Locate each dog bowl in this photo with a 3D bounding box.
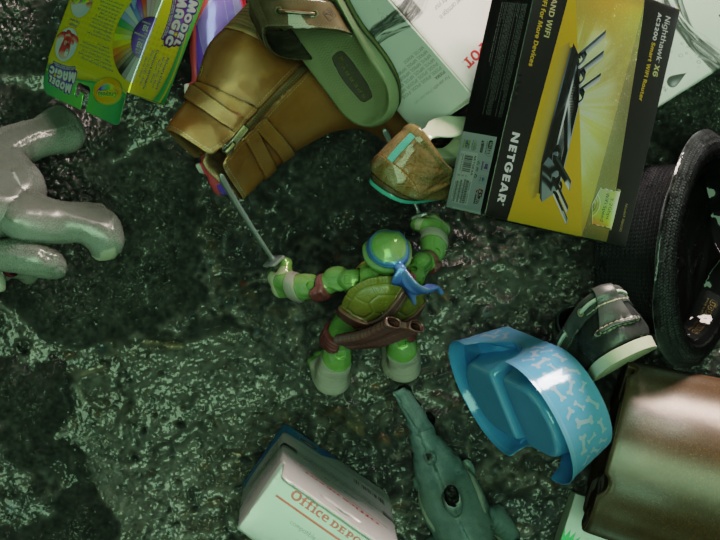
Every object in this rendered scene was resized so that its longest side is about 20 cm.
[{"bbox_3d":[0.141,0.105,1.480,0.050,0.200,0.112,-28,108,-16],"label":"dog bowl"}]

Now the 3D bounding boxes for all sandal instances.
[{"bbox_3d":[-0.044,-0.192,1.398,0.201,0.057,0.080,49,135,-8],"label":"sandal"}]

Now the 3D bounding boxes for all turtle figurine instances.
[{"bbox_3d":[0.000,0.000,1.485,0.200,0.194,0.144,35,55,24],"label":"turtle figurine"}]

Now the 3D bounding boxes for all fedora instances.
[{"bbox_3d":[0.253,-0.021,1.501,0.092,0.201,0.201,5,97,31],"label":"fedora"}]

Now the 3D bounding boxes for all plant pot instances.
[{"bbox_3d":[0.299,0.173,1.498,0.198,0.200,0.201,15,96,5],"label":"plant pot"}]

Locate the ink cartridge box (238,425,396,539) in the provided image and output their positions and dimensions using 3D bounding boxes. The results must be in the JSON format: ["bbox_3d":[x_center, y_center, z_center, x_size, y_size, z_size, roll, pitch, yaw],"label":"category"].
[{"bbox_3d":[-0.036,0.204,1.469,0.116,0.200,0.068,35,94,-5],"label":"ink cartridge box"}]

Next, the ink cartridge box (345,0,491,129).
[{"bbox_3d":[0.041,-0.232,1.456,0.200,0.083,0.147,49,49,-6],"label":"ink cartridge box"}]

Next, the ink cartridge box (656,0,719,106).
[{"bbox_3d":[0.276,-0.224,1.506,0.200,0.068,0.116,-33,96,2],"label":"ink cartridge box"}]

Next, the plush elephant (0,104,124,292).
[{"bbox_3d":[-0.311,-0.024,1.479,0.200,0.155,0.165,-10,53,-32],"label":"plush elephant"}]

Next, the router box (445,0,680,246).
[{"bbox_3d":[0.161,-0.130,1.410,0.157,0.052,0.200,10,94,-37],"label":"router box"}]

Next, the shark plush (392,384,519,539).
[{"bbox_3d":[0.086,0.189,1.537,0.091,0.083,0.200,-12,96,0],"label":"shark plush"}]

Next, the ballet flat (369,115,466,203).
[{"bbox_3d":[0.075,-0.090,1.439,0.068,0.200,0.072,37,107,25],"label":"ballet flat"}]

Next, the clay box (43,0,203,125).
[{"bbox_3d":[-0.186,-0.223,1.474,0.115,0.048,0.200,26,98,40],"label":"clay box"}]

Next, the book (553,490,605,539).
[{"bbox_3d":[0.260,0.289,1.576,0.200,0.048,0.134,18,90,-2],"label":"book"}]

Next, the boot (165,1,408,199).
[{"bbox_3d":[-0.053,-0.120,1.477,0.200,0.074,0.155,37,75,-17],"label":"boot"}]

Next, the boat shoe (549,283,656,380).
[{"bbox_3d":[0.189,0.059,1.477,0.072,0.200,0.068,-27,82,-13],"label":"boat shoe"}]

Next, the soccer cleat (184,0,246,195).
[{"bbox_3d":[-0.110,-0.165,1.504,0.076,0.067,0.200,-6,93,2],"label":"soccer cleat"}]
